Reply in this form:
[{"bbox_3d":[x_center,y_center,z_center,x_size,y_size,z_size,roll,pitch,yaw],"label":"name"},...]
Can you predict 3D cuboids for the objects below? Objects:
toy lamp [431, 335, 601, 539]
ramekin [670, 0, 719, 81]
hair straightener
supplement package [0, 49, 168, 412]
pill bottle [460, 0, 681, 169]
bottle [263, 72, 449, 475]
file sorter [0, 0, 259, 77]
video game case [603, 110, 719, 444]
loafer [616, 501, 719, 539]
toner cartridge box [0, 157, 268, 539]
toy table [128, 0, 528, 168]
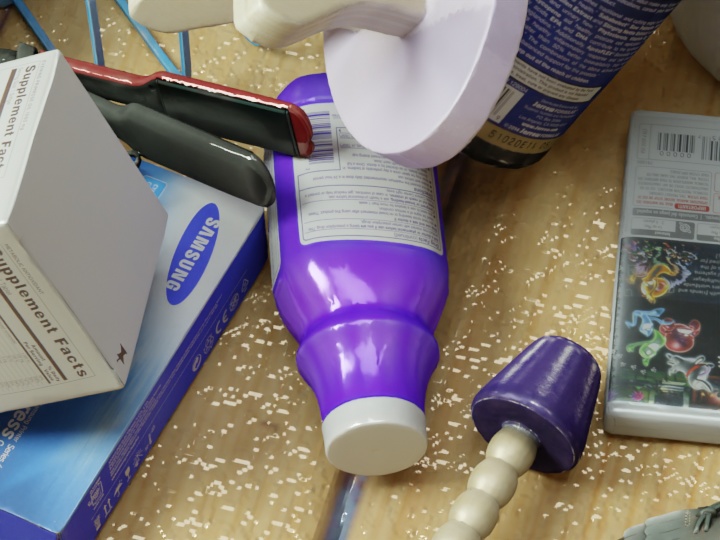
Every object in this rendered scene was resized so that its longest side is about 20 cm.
[{"bbox_3d":[0.049,0.113,1.184,0.058,0.058,0.200,22,60,17],"label":"toy lamp"},{"bbox_3d":[0.246,-0.169,1.351,0.200,0.098,0.201,-1,55,2],"label":"ramekin"},{"bbox_3d":[-0.125,-0.069,1.259,0.200,0.041,0.077,20,56,20],"label":"hair straightener"},{"bbox_3d":[-0.204,-0.004,1.192,0.200,0.114,0.110,-11,43,22],"label":"supplement package"},{"bbox_3d":[0.100,-0.152,1.265,0.112,0.200,0.112,29,32,-20],"label":"pill bottle"},{"bbox_3d":[0.000,0.000,1.257,0.083,0.065,0.200,3,54,-13],"label":"bottle"},{"bbox_3d":[-0.080,-0.185,1.352,0.200,0.139,0.123,-28,62,-17],"label":"file sorter"},{"bbox_3d":[0.222,0.007,1.274,0.200,0.023,0.182,6,55,5],"label":"video game case"},{"bbox_3d":[0.180,0.123,1.168,0.200,0.063,0.072,-10,55,-5],"label":"loafer"},{"bbox_3d":[-0.130,0.039,1.249,0.095,0.043,0.200,21,58,15],"label":"toner cartridge box"},{"bbox_3d":[-0.007,-0.151,1.205,0.117,0.184,0.200,25,29,-30],"label":"toy table"}]
